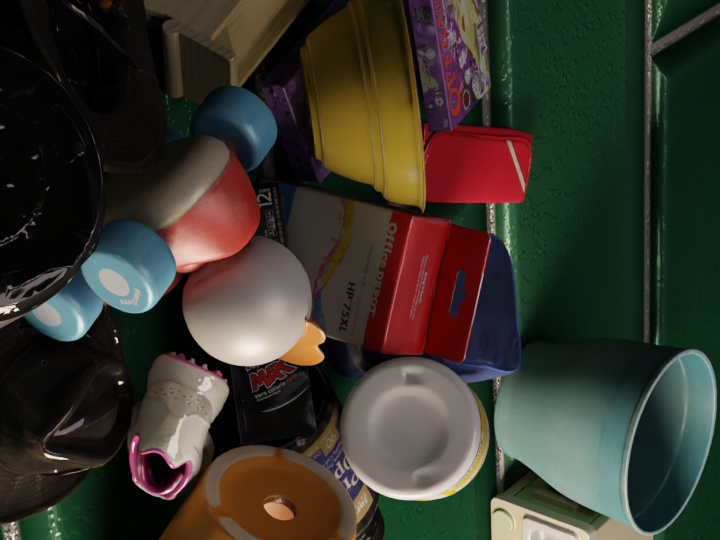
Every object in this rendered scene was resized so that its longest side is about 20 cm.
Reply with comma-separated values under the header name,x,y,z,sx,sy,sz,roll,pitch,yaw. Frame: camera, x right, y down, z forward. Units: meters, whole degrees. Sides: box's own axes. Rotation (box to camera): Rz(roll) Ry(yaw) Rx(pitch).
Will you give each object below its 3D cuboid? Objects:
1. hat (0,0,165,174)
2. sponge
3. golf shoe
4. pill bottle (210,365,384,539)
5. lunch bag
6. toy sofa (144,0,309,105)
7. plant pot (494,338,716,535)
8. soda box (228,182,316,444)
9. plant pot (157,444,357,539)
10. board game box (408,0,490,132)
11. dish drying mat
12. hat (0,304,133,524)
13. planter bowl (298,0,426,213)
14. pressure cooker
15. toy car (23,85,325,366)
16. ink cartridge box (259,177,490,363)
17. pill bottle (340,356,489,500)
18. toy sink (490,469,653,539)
name,x,y,z,sx,sy,sz,roll,pitch,yaw
hat,-0.209,-0.153,1.182,0.200,0.080,0.202,-16,90,-74
sponge,-0.007,-0.181,1.528,0.200,0.030,0.112,-52,140,-31
golf shoe,-0.154,0.141,1.351,0.200,0.075,0.092,107,3,-59
pill bottle,-0.048,0.177,1.532,0.112,0.111,0.201,-54,140,-27
lunch bag,0.044,0.034,1.587,0.199,0.131,0.137,16,66,-56
toy sofa,-0.087,-0.223,1.372,0.201,0.097,0.083,-55,165,-27
plant pot,0.255,0.160,1.883,0.199,0.187,0.202,-24,121,-47
soda box,-0.080,0.035,1.401,0.071,0.063,0.202,120,-39,-86
plant pot,-0.088,0.247,1.378,0.200,0.200,0.184,-25,145,-48
board game box,0.077,-0.241,1.586,0.120,0.032,0.202,-45,131,-53
dish drying mat,0.112,-0.105,1.733,0.199,0.018,0.078,-2,105,-54
hat,-0.223,0.107,1.288,0.200,0.080,0.202,-26,123,-47
planter bowl,-0.003,-0.139,1.407,0.200,0.083,0.202,171,-90,-88
pressure cooker,-0.265,-0.041,1.082,0.176,0.200,0.179,-42,100,-30
toy car,-0.111,0.009,1.278,0.200,0.176,0.185,49,49,-19
ink cartridge box,0.000,0.000,1.455,0.067,0.199,0.117,5,98,-56
pill bottle,0.050,0.136,1.467,0.200,0.113,0.115,50,59,-80
toy sink,0.221,0.296,1.939,0.199,0.130,0.113,-30,126,-44
